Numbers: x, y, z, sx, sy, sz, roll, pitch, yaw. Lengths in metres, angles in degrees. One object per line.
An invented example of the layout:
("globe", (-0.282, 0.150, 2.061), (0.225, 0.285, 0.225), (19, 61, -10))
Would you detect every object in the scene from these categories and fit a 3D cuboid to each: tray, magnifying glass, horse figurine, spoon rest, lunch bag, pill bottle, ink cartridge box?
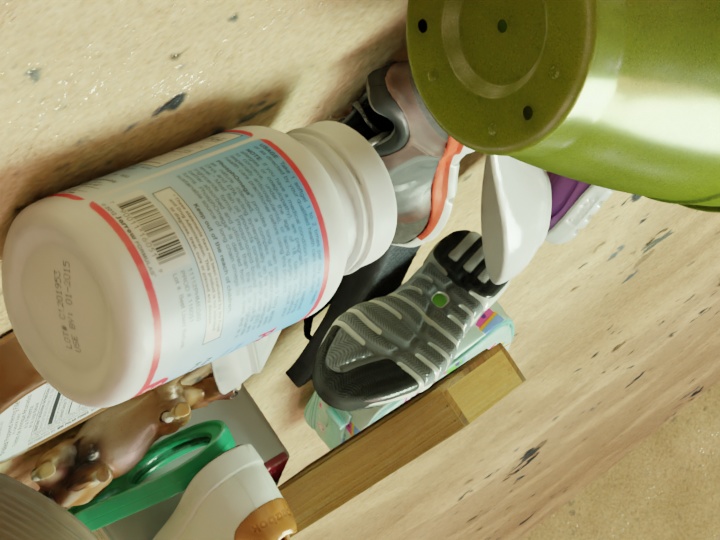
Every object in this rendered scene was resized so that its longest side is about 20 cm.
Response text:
("tray", (0.015, 0.124, 1.582), (0.200, 0.037, 0.099), (-34, 178, 33))
("magnifying glass", (-0.173, 0.157, 1.509), (0.200, 0.022, 0.080), (-32, -165, -12))
("horse figurine", (-0.157, 0.112, 1.477), (0.200, 0.050, 0.133), (-39, 180, -16))
("spoon rest", (0.102, -0.072, 1.484), (0.060, 0.100, 0.200), (4, 141, -12))
("lunch bag", (0.033, 0.081, 1.790), (0.160, 0.077, 0.200), (-31, 164, -16))
("pill bottle", (-0.078, -0.012, 1.175), (0.200, 0.109, 0.109), (-24, 161, -40))
("tray", (-0.059, 0.008, 1.357), (0.200, 0.022, 0.108), (88, 26, -73))
("ink cartridge box", (-0.143, 0.174, 1.652), (0.145, 0.083, 0.200), (-31, 163, -23))

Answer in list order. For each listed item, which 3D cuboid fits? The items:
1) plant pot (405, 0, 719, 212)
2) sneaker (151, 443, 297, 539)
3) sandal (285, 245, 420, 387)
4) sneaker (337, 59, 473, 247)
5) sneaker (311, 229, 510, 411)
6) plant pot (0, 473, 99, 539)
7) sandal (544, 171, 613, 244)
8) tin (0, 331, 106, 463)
("plant pot", (0.133, -0.128, 1.194), (0.193, 0.201, 0.200), (-3, 146, -44))
("sneaker", (-0.095, 0.199, 1.524), (0.073, 0.085, 0.200), (-29, 162, -30))
("sandal", (0.001, -0.001, 1.550), (0.076, 0.043, 0.200), (-30, 156, -52))
("sneaker", (0.015, -0.074, 1.322), (0.082, 0.077, 0.200), (-4, 155, -13))
("sneaker", (0.025, 0.062, 1.552), (0.200, 0.075, 0.116), (-37, 164, -42))
("plant pot", (-0.218, 0.180, 1.347), (0.093, 0.201, 0.201), (-60, 174, -20))
("sandal", (0.157, -0.102, 1.494), (0.050, 0.083, 0.203), (14, 120, -22))
("tin", (-0.161, 0.052, 1.329), (0.200, 0.042, 0.112), (-29, 159, -28))
